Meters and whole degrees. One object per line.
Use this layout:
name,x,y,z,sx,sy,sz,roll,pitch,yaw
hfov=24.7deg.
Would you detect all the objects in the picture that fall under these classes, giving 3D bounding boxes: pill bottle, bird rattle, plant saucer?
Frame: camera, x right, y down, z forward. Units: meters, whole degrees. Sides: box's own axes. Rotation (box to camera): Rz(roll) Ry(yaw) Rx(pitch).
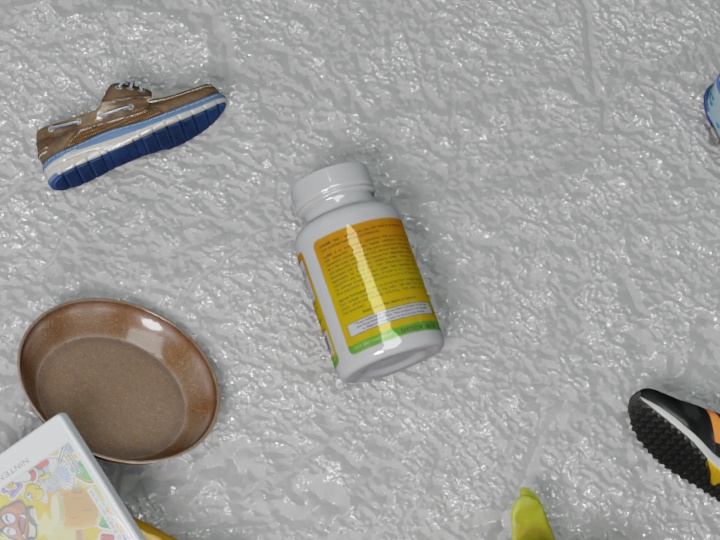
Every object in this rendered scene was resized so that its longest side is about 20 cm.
pill bottle,0.000,0.000,1.620,0.111,0.111,0.201,-17,76,-9
bird rattle,0.208,0.297,1.536,0.200,0.163,0.113,26,92,12
plant saucer,-0.234,0.113,1.571,0.200,0.037,0.201,16,41,-15

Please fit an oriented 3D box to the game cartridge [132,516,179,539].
game cartridge,-0.283,0.299,1.554,0.199,0.032,0.177,26,74,2

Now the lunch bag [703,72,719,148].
lunch bag,0.473,-0.166,1.721,0.199,0.082,0.161,-26,77,-11

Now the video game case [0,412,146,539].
video game case,-0.287,0.260,1.475,0.182,0.023,0.200,-34,85,7

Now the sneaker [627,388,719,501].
sneaker,0.360,0.169,1.632,0.200,0.070,0.090,36,60,6

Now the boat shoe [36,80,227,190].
boat shoe,-0.235,-0.154,1.666,0.199,0.072,0.073,-23,76,-11
